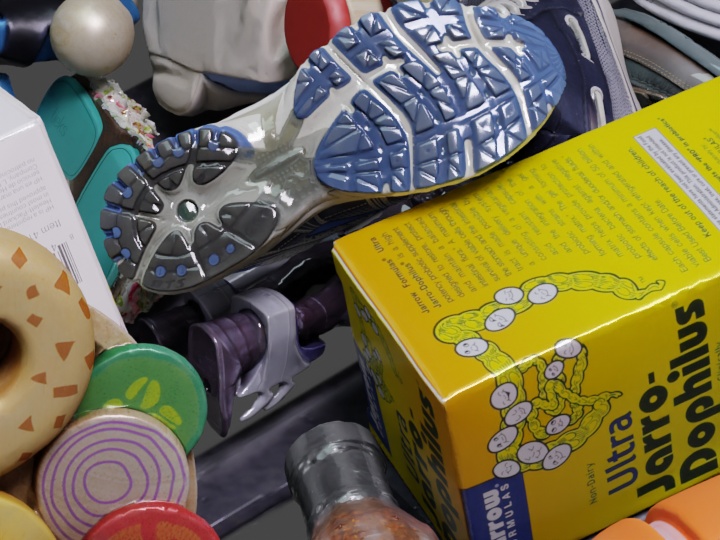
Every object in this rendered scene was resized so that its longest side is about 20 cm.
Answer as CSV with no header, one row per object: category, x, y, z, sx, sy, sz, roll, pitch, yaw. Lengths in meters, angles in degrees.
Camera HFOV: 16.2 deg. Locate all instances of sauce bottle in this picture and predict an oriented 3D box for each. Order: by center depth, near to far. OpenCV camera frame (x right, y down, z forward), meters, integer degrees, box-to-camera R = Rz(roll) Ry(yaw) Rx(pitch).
sauce bottle,0.013,0.137,0.956,0.065,0.066,0.201,-15,42,-3

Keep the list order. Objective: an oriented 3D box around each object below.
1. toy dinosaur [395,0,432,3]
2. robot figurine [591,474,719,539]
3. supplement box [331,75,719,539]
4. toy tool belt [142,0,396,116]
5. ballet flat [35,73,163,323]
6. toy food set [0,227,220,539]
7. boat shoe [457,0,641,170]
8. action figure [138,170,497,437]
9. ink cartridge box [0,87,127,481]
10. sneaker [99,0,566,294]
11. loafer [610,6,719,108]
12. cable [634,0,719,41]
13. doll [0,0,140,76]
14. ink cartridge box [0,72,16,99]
toy dinosaur,0.027,-0.156,1.136,0.087,0.048,0.200,0,38,-25
robot figurine,0.154,0.123,0.896,0.199,0.117,0.144,-22,41,-11
supplement box,0.104,0.020,1.031,0.199,0.109,0.110,-24,42,-12
toy tool belt,-0.014,-0.126,1.208,0.122,0.126,0.200,-8,12,-31
ballet flat,-0.104,-0.031,1.159,0.076,0.064,0.200,-51,29,19
toy food set,-0.146,0.096,0.949,0.200,0.198,0.049,-50,27,-6
boat shoe,0.069,-0.102,1.130,0.075,0.093,0.201,-42,44,17
action figure,0.000,0.000,1.115,0.199,0.070,0.130,-29,36,-23
ink cartridge box,-0.167,0.039,1.025,0.128,0.201,0.125,-26,25,-16
sneaker,-0.011,-0.052,1.046,0.199,0.085,0.078,-21,84,3
loafer,0.118,-0.090,1.196,0.063,0.072,0.200,-51,43,-1
cable,0.214,-0.161,1.196,0.198,0.070,0.200,9,26,0
doll,-0.170,-0.121,1.240,0.136,0.049,0.199,-8,9,-34
ink cartridge box,-0.247,-0.012,1.184,0.115,0.067,0.201,7,44,20
